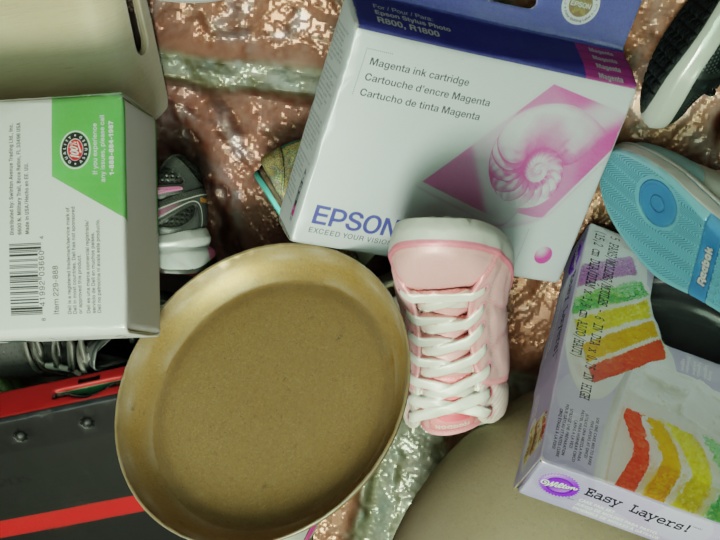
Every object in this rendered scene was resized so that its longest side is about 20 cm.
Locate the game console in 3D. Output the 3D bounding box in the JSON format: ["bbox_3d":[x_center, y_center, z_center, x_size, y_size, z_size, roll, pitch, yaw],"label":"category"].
[{"bbox_3d":[-0.180,0.152,1.150,0.199,0.031,0.178,-12,121,14],"label":"game console"}]

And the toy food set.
[{"bbox_3d":[-0.235,-0.158,1.085,0.198,0.061,0.144,-3,125,8],"label":"toy food set"}]

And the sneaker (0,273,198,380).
[{"bbox_3d":[-0.190,0.040,1.145,0.199,0.082,0.078,-13,112,10],"label":"sneaker"}]

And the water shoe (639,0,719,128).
[{"bbox_3d":[0.249,-0.157,1.024,0.079,0.072,0.201,30,113,-10],"label":"water shoe"}]

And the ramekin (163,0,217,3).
[{"bbox_3d":[-0.105,-0.254,0.968,0.199,0.105,0.202,-1,97,-13],"label":"ramekin"}]

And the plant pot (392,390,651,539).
[{"bbox_3d":[0.134,0.159,1.125,0.199,0.200,0.135,21,83,-4],"label":"plant pot"}]

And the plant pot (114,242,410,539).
[{"bbox_3d":[-0.058,0.078,1.034,0.199,0.201,0.027,-21,146,14],"label":"plant pot"}]

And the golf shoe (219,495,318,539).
[{"bbox_3d":[-0.045,0.123,1.106,0.072,0.200,0.093,19,108,10],"label":"golf shoe"}]

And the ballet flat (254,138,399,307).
[{"bbox_3d":[0.000,0.000,1.123,0.070,0.071,0.201,-23,109,14],"label":"ballet flat"}]

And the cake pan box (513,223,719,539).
[{"bbox_3d":[0.207,0.080,1.073,0.183,0.201,0.052,22,143,-4],"label":"cake pan box"}]

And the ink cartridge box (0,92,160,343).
[{"bbox_3d":[-0.231,-0.028,1.048,0.198,0.084,0.147,-2,86,8],"label":"ink cartridge box"}]

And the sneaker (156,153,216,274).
[{"bbox_3d":[-0.191,-0.045,1.125,0.198,0.080,0.087,2,91,6],"label":"sneaker"}]

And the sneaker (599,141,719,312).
[{"bbox_3d":[0.259,-0.032,1.081,0.200,0.130,0.080,41,142,24],"label":"sneaker"}]

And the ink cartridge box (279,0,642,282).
[{"bbox_3d":[0.068,-0.097,1.048,0.195,0.043,0.201,8,117,-22],"label":"ink cartridge box"}]

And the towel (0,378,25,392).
[{"bbox_3d":[-0.284,0.187,1.236,0.200,0.031,0.150,-36,93,16],"label":"towel"}]

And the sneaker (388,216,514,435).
[{"bbox_3d":[0.060,0.043,1.052,0.075,0.200,0.105,0,69,8],"label":"sneaker"}]
